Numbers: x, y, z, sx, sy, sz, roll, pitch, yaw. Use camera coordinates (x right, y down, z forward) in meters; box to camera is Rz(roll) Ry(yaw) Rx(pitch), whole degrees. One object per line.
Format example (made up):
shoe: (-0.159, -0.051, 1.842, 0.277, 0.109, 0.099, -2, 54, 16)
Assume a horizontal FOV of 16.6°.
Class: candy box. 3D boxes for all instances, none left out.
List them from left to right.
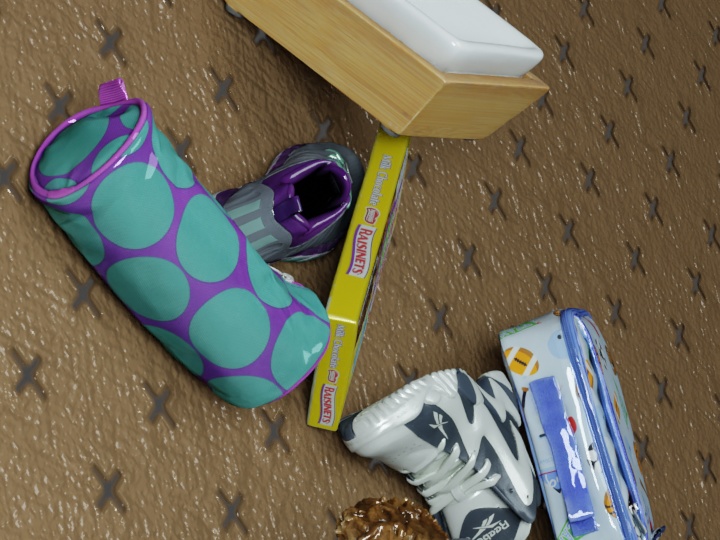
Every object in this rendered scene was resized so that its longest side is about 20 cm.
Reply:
candy box: (0.000, 0.000, 1.631, 0.201, 0.026, 0.103, -74, 178, -46)

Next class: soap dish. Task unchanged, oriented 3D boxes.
soap dish: (0.013, -0.166, 1.678, 0.200, 0.082, 0.157, 39, 20, 22)

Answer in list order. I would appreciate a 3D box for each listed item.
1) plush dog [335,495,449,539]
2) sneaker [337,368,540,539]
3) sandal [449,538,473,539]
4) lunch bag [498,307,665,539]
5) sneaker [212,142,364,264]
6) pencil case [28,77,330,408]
plush dog: (0.007, 0.217, 1.416, 0.201, 0.171, 0.160, 62, 30, -11)
sneaker: (0.065, 0.140, 1.654, 0.130, 0.079, 0.199, 66, 18, 11)
sandal: (0.117, 0.262, 1.661, 0.200, 0.076, 0.043, 41, 51, -9)
lunch bag: (0.159, 0.128, 1.781, 0.160, 0.075, 0.201, 15, 58, -80)
sneaker: (-0.025, -0.045, 1.610, 0.075, 0.087, 0.200, 66, 30, -7)
pencil case: (-0.105, -0.011, 1.460, 0.200, 0.085, 0.093, 50, 51, -31)
